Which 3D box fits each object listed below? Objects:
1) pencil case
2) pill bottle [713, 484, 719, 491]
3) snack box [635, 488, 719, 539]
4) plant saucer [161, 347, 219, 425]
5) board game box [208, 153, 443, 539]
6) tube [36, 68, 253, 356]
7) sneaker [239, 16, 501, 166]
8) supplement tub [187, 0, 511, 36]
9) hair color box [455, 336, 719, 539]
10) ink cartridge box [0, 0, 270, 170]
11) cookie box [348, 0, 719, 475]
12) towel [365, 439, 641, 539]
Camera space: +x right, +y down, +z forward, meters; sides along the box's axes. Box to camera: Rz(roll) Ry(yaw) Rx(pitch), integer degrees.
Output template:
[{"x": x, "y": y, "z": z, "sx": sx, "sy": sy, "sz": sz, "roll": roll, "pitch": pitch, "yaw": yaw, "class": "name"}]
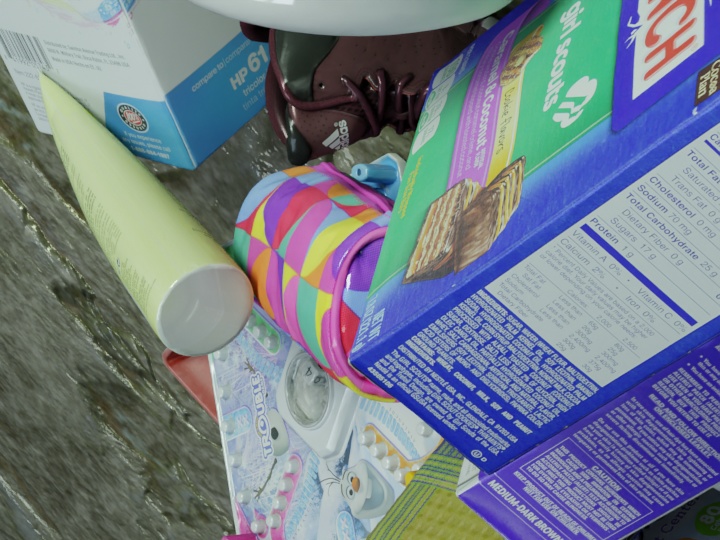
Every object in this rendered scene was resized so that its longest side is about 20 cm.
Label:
[{"x": 0.000, "y": 0.000, "z": 0.965, "sx": 0.089, "sy": 0.088, "sz": 0.200, "roll": 57, "pitch": 170, "yaw": -17, "class": "pencil case"}, {"x": 0.237, "y": 0.087, "z": 0.846, "sx": 0.199, "sy": 0.112, "sz": 0.113, "roll": 25, "pitch": 145, "yaw": 36, "class": "pill bottle"}, {"x": 0.137, "y": 0.145, "z": 0.969, "sx": 0.142, "sy": 0.200, "sz": 0.053, "roll": 13, "pitch": 139, "yaw": 47, "class": "snack box"}, {"x": -0.021, "y": 0.086, "z": 1.297, "sx": 0.200, "sy": 0.037, "sz": 0.200, "roll": 47, "pitch": 152, "yaw": 2, "class": "plant saucer"}, {"x": -0.028, "y": 0.063, "z": 1.135, "sx": 0.200, "sy": 0.026, "sz": 0.202, "roll": -26, "pitch": 70, "yaw": 50, "class": "board game box"}, {"x": -0.115, "y": -0.031, "z": 1.068, "sx": 0.200, "sy": 0.052, "sz": 0.058, "roll": 47, "pitch": 120, "yaw": 49, "class": "tube"}, {"x": 0.027, "y": -0.066, "z": 0.949, "sx": 0.200, "sy": 0.115, "sz": 0.076, "roll": 40, "pitch": 151, "yaw": 16, "class": "sneaker"}, {"x": -0.002, "y": -0.197, "z": 0.747, "sx": 0.145, "sy": 0.145, "sz": 0.201, "roll": 24, "pitch": 122, "yaw": 38, "class": "supplement tub"}, {"x": 0.132, "y": 0.025, "z": 0.830, "sx": 0.065, "sy": 0.110, "sz": 0.200, "roll": 42, "pitch": 126, "yaw": -19, "class": "hair color box"}, {"x": -0.139, "y": -0.164, "z": 1.094, "sx": 0.144, "sy": 0.085, "sz": 0.201, "roll": 16, "pitch": 140, "yaw": 45, "class": "ink cartridge box"}, {"x": 0.099, "y": -0.050, "z": 0.737, "sx": 0.075, "sy": 0.172, "sz": 0.200, "roll": 37, "pitch": 131, "yaw": -19, "class": "cookie box"}, {"x": 0.085, "y": 0.098, "z": 0.987, "sx": 0.143, "sy": 0.200, "sz": 0.023, "roll": 8, "pitch": 141, "yaw": 51, "class": "towel"}]
